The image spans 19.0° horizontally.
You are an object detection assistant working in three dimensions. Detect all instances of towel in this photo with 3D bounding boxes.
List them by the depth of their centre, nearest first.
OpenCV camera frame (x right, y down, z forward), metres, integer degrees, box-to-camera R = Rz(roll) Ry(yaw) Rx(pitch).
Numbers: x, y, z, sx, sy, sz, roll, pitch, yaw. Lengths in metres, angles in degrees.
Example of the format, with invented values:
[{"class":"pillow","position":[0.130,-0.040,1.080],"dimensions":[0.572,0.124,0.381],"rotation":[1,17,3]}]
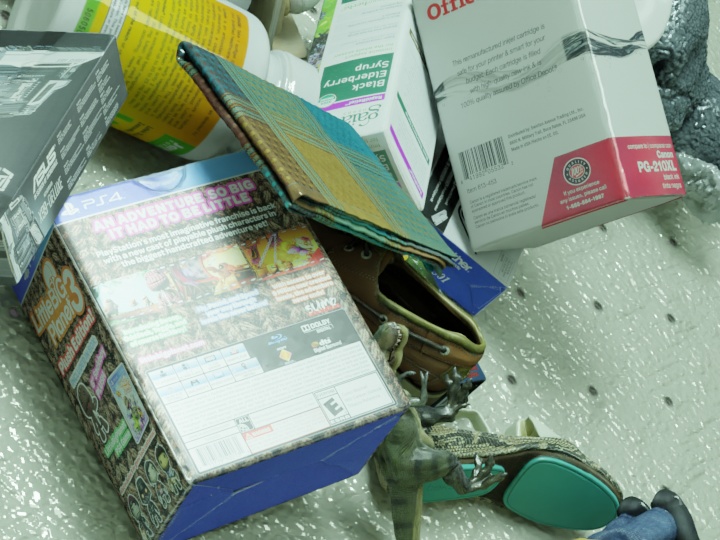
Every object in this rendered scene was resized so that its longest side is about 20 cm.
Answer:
[{"class":"towel","position":[-0.028,-0.069,1.375],"dimensions":[0.147,0.022,0.200],"rotation":[52,16,28]}]

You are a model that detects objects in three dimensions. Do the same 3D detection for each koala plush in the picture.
[{"class":"koala plush","position":[0.252,-0.139,1.790],"dimensions":[0.200,0.184,0.177],"rotation":[45,37,-21]}]

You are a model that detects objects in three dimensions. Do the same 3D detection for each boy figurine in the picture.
[{"class":"boy figurine","position":[0.135,0.208,1.400],"dimensions":[0.200,0.124,0.065],"rotation":[-28,92,-35]}]

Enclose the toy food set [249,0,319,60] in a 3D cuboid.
[{"class":"toy food set","position":[-0.059,-0.266,1.590],"dimensions":[0.060,0.200,0.144],"rotation":[-15,64,-19]}]

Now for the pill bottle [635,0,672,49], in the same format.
[{"class":"pill bottle","position":[0.136,-0.215,1.693],"dimensions":[0.114,0.200,0.114],"rotation":[3,86,-42]}]

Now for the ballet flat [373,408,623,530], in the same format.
[{"class":"ballet flat","position":[0.093,0.128,1.476],"dimensions":[0.200,0.068,0.075],"rotation":[12,41,-32]}]

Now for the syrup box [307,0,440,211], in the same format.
[{"class":"syrup box","position":[0.008,-0.126,1.583],"dimensions":[0.200,0.079,0.082],"rotation":[-77,149,-49]}]

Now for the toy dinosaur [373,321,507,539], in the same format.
[{"class":"toy dinosaur","position":[0.042,0.116,1.377],"dimensions":[0.088,0.047,0.200],"rotation":[-22,110,-32]}]

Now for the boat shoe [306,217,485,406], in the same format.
[{"class":"boat shoe","position":[0.000,0.000,1.432],"dimensions":[0.200,0.068,0.072],"rotation":[41,38,-7]}]

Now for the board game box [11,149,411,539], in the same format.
[{"class":"board game box","position":[-0.094,0.044,1.311],"dimensions":[0.159,0.097,0.200],"rotation":[-17,67,-32]}]

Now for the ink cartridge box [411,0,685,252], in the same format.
[{"class":"ink cartridge box","position":[0.134,-0.129,1.558],"dimensions":[0.084,0.145,0.200],"rotation":[-5,79,-50]}]

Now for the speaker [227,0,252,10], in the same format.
[{"class":"speaker","position":[-0.175,-0.228,1.528],"dimensions":[0.200,0.081,0.081],"rotation":[12,49,-36]}]

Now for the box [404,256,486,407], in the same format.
[{"class":"box","position":[-0.020,0.035,1.470],"dimensions":[0.200,0.038,0.137],"rotation":[-5,60,-45]}]

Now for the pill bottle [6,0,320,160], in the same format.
[{"class":"pill bottle","position":[-0.132,-0.142,1.464],"dimensions":[0.200,0.111,0.111],"rotation":[23,43,-27]}]

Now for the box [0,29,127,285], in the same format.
[{"class":"box","position":[-0.245,-0.072,1.276],"dimensions":[0.157,0.050,0.200],"rotation":[4,38,15]}]

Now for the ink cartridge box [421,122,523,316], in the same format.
[{"class":"ink cartridge box","position":[0.089,-0.062,1.653],"dimensions":[0.094,0.044,0.200],"rotation":[39,38,-12]}]
